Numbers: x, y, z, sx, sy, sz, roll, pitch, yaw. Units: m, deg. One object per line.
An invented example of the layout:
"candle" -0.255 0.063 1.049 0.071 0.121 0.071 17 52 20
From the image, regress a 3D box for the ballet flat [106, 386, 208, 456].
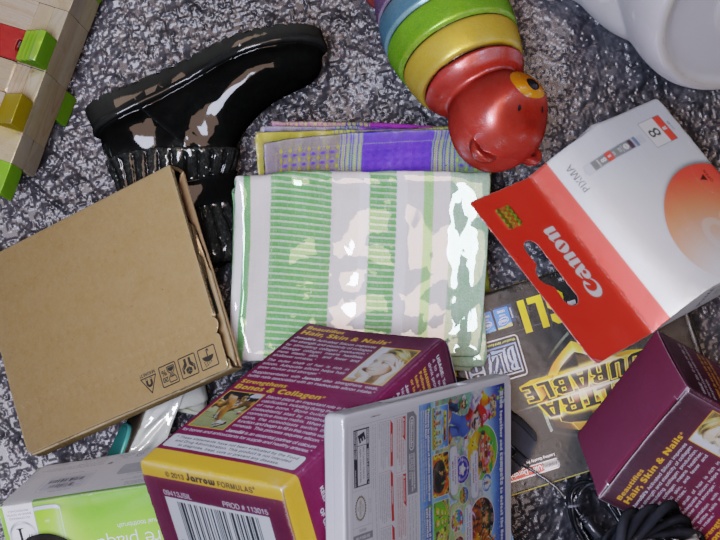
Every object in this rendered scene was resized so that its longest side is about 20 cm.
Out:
"ballet flat" -0.157 0.119 1.195 0.069 0.069 0.202 19 87 0

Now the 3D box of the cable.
"cable" 0.179 0.260 1.082 0.200 0.163 0.051 -47 46 -6

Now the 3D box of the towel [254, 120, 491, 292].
"towel" 0.012 -0.044 1.202 0.198 0.023 0.145 -1 99 -17

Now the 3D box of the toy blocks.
"toy blocks" -0.301 -0.170 1.209 0.136 0.100 0.201 19 83 11

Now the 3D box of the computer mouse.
"computer mouse" 0.132 0.154 1.166 0.200 0.034 0.059 38 84 2

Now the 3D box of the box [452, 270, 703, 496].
"box" 0.171 0.080 1.216 0.198 0.049 0.161 -16 83 -4

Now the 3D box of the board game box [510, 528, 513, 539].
"board game box" 0.025 0.256 1.122 0.198 0.040 0.154 -11 77 -14

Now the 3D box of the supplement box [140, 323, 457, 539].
"supplement box" -0.033 0.130 1.055 0.200 0.130 0.104 -38 122 -44

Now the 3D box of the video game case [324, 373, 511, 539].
"video game case" 0.044 0.154 1.036 0.018 0.199 0.145 3 96 37

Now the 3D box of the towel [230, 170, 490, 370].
"towel" 0.000 0.000 1.165 0.198 0.023 0.154 1 94 -7

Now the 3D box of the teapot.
"teapot" 0.283 -0.255 1.210 0.199 0.198 0.147 5 42 -29

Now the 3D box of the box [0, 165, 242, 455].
"box" -0.196 0.032 1.165 0.199 0.021 0.165 -24 76 25

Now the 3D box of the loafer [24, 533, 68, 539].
"loafer" -0.163 0.259 1.044 0.199 0.071 0.073 28 106 2

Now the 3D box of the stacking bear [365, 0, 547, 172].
"stacking bear" 0.081 -0.168 1.181 0.114 0.121 0.201 -40 61 33

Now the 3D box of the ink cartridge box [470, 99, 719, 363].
"ink cartridge box" 0.206 -0.037 1.171 0.199 0.050 0.163 -23 68 -37

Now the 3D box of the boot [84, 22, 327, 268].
"boot" -0.102 -0.089 1.206 0.210 0.079 0.159 -23 80 3

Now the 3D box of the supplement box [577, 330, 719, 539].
"supplement box" 0.278 0.147 1.147 0.199 0.086 0.111 28 112 -18

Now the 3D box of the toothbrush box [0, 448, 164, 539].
"toothbrush box" -0.164 0.242 1.122 0.144 0.086 0.202 -9 103 11
